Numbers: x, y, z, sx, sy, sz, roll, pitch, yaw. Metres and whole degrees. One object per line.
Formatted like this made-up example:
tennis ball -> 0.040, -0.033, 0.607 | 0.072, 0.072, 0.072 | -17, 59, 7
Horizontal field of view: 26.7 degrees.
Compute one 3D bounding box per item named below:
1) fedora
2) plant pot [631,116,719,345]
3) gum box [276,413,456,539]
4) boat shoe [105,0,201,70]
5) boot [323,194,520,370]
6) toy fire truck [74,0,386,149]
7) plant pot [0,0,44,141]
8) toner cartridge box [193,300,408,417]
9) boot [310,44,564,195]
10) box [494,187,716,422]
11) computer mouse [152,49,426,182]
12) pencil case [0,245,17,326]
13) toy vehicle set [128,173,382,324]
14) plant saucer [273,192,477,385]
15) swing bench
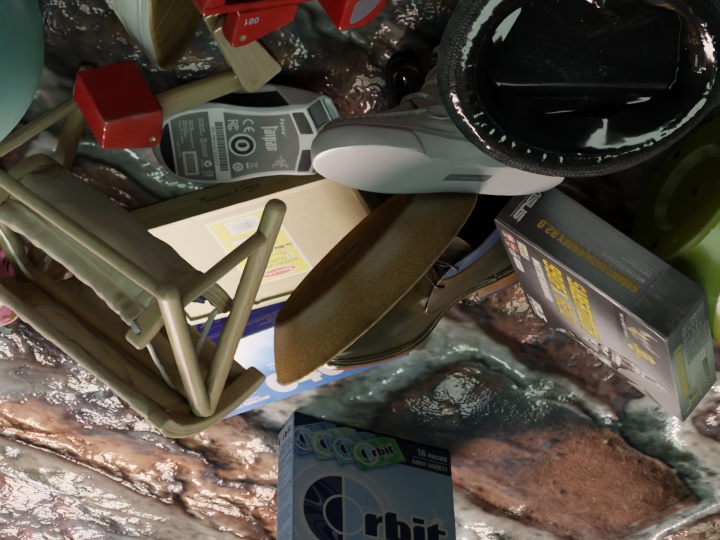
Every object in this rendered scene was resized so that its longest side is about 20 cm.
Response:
fedora -> 0.142, -0.155, 0.997 | 0.200, 0.092, 0.201 | -5, 130, -6
plant pot -> 0.313, -0.014, 1.127 | 0.193, 0.201, 0.200 | 31, 132, -17
gum box -> 0.006, 0.243, 1.404 | 0.170, 0.200, 0.045 | 16, 137, -20
boat shoe -> -0.148, -0.208, 0.966 | 0.069, 0.071, 0.200 | 20, 152, 15
boot -> 0.045, -0.002, 1.163 | 0.200, 0.075, 0.097 | -30, 149, -18
toy fire truck -> -0.076, -0.154, 0.973 | 0.200, 0.049, 0.141 | -14, 146, -30
plant pot -> -0.291, -0.153, 0.931 | 0.200, 0.201, 0.161 | -16, 149, 17
toner cartridge box -> -0.067, 0.063, 1.307 | 0.200, 0.043, 0.095 | -21, 136, 22
boot -> 0.051, -0.108, 1.040 | 0.200, 0.096, 0.074 | 3, 160, -33
box -> 0.190, 0.025, 1.152 | 0.048, 0.158, 0.200 | -49, 155, -7
computer mouse -> -0.052, -0.107, 1.100 | 0.199, 0.044, 0.110 | -1, 131, 0
pencil case -> -0.301, -0.034, 1.146 | 0.083, 0.087, 0.200 | 19, 144, 9
toy vehicle set -> -0.078, -0.023, 1.214 | 0.200, 0.027, 0.124 | -15, 139, 16
plant saucer -> 0.000, 0.000, 1.099 | 0.035, 0.200, 0.200 | 45, 126, -9
swing bench -> -0.173, 0.001, 1.080 | 0.199, 0.130, 0.200 | 34, 139, 20
